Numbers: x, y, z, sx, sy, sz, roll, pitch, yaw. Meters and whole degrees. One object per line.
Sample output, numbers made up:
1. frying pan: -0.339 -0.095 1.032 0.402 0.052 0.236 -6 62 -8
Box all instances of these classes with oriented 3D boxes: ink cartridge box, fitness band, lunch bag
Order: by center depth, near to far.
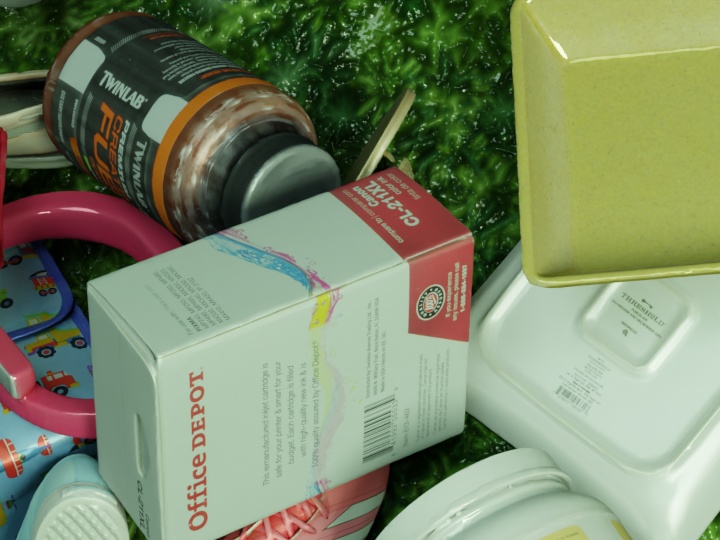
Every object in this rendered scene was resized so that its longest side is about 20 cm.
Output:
1. ink cartridge box: -0.043 0.048 1.336 0.200 0.146 0.083 -21 44 -26
2. fitness band: -0.162 0.024 1.436 0.143 0.037 0.200 -20 44 -23
3. lunch bag: -0.233 0.065 1.476 0.150 0.094 0.200 -23 53 -13

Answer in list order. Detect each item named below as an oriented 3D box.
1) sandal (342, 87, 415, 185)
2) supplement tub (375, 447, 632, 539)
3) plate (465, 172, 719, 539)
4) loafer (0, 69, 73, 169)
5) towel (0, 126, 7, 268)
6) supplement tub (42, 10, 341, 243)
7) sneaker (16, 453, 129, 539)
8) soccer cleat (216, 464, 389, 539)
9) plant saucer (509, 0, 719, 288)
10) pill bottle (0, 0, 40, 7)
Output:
1. sandal: 0.000 -0.001 1.448 0.070 0.078 0.212 32 92 -5
2. supplement tub: 0.102 0.208 1.281 0.145 0.145 0.200 -36 63 5
3. plate: 0.159 0.031 1.386 0.199 0.032 0.200 38 87 26
4. loafer: -0.261 -0.098 1.530 0.199 0.063 0.072 -5 57 -6
5. towel: -0.297 -0.004 1.466 0.200 0.022 0.145 -27 39 16
6. supplement tub: -0.097 -0.076 1.446 0.200 0.107 0.107 32 84 45
7. sneaker: -0.173 0.197 1.415 0.074 0.082 0.200 15 112 -13
8. soccer cleat: -0.060 0.164 1.394 0.200 0.076 0.067 -47 63 0
9. plant saucer: 0.188 -0.073 1.375 0.199 0.048 0.200 -5 58 8
10. pill bottle: -0.254 -0.246 1.537 0.119 0.200 0.120 -6 70 18
